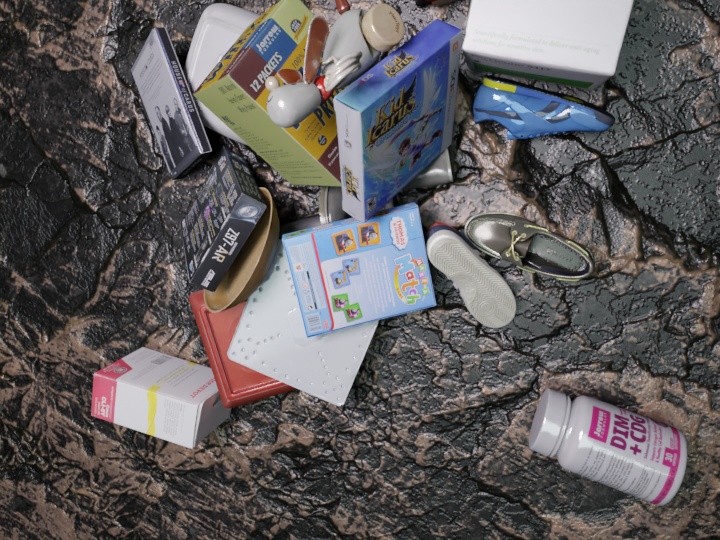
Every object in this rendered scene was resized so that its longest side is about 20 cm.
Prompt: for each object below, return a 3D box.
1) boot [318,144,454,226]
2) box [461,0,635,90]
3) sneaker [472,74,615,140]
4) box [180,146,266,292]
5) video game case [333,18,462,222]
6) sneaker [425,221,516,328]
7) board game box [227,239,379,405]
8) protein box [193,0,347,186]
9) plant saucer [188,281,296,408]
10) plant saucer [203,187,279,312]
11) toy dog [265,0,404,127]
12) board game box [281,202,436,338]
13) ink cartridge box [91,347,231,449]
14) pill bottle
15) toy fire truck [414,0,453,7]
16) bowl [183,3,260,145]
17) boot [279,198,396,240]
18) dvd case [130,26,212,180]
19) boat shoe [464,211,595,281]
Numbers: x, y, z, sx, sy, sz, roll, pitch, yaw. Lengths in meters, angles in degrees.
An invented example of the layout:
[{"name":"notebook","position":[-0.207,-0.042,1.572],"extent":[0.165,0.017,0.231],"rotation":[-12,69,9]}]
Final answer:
[{"name":"boot","position":[0.042,-0.129,0.902],"extent":[0.196,0.073,0.185],"rotation":[1,62,11]},{"name":"box","position":[0.251,-0.361,0.788],"extent":[0.196,0.171,0.204],"rotation":[14,102,11]},{"name":"sneaker","position":[0.260,-0.221,0.869],"extent":[0.197,0.066,0.080],"rotation":[18,114,11]},{"name":"box","position":[-0.224,-0.087,0.948],"extent":[0.043,0.201,0.161],"rotation":[25,108,-32]},{"name":"video game case","position":[0.051,-0.187,0.768],"extent":[0.045,0.183,0.200],"rotation":[32,61,25]},{"name":"sneaker","position":[0.170,0.001,0.925],"extent":[0.074,0.085,0.200],"rotation":[-35,114,14]},{"name":"board game box","position":[-0.080,0.080,0.926],"extent":[0.197,0.026,0.203],"rotation":[23,99,-2]},{"name":"protein box","position":[-0.094,-0.234,0.830],"extent":[0.200,0.198,0.136],"rotation":[41,79,-26]},{"name":"plant saucer","position":[-0.160,0.111,0.964],"extent":[0.196,0.037,0.203],"rotation":[-16,99,4]},{"name":"plant saucer","position":[-0.175,-0.027,0.911],"extent":[0.035,0.201,0.202],"rotation":[24,108,-31]},{"name":"toy dog","position":[-0.039,-0.252,0.678],"extent":[0.131,0.200,0.097],"rotation":[-32,102,41]},{"name":"board game box","position":[0.000,0.000,0.870],"extent":[0.196,0.037,0.154],"rotation":[-13,106,-2]},{"name":"ink cartridge box","position":[-0.337,0.217,1.042],"extent":[0.197,0.145,0.085],"rotation":[14,103,12]},{"name":"pill bottle","position":[0.360,0.255,0.888],"extent":[0.197,0.113,0.115],"rotation":[18,103,11]},{"name":"toy fire truck","position":[0.077,-0.465,0.802],"extent":[0.126,0.200,0.179],"rotation":[-11,96,15]},{"name":"bowl","position":[-0.197,-0.313,0.963],"extent":[0.198,0.075,0.202],"rotation":[25,105,8]},{"name":"boot","position":[-0.024,-0.021,0.963],"extent":[0.197,0.066,0.168],"rotation":[-14,83,10]},{"name":"dvd case","position":[-0.313,-0.265,0.981],"extent":[0.149,0.024,0.203],"rotation":[-15,96,55]},{"name":"boat shoe","position":[0.252,-0.037,0.897],"extent":[0.199,0.060,0.073],"rotation":[20,103,10]}]
